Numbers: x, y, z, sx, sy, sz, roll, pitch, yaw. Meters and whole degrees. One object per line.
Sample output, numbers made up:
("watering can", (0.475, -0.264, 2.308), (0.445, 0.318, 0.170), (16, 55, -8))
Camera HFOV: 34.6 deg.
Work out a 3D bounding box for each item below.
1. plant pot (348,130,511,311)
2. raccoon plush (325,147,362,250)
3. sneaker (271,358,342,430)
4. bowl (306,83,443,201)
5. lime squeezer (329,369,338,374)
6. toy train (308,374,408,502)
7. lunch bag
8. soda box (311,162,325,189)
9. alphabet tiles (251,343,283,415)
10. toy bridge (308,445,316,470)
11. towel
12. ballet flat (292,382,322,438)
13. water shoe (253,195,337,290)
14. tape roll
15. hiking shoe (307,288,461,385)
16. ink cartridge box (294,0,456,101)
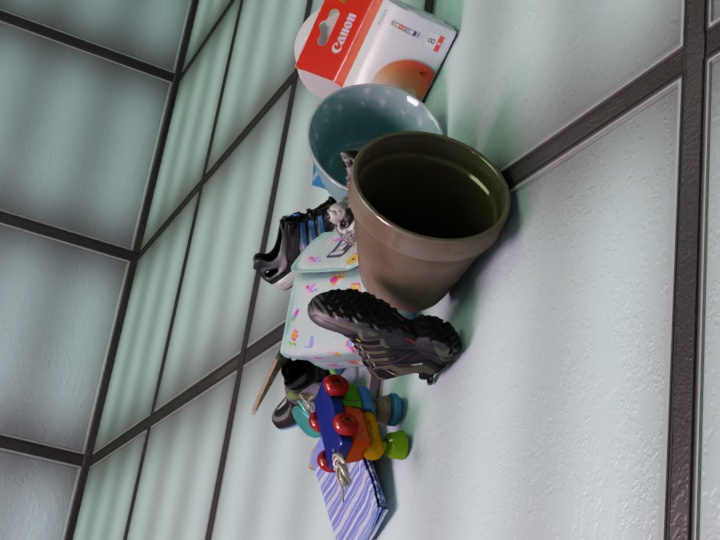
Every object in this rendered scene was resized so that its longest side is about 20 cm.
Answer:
("plant pot", (0.073, -0.046, 1.459), (0.200, 0.200, 0.174), (-94, 12, -45))
("raccoon plush", (0.052, -0.096, 1.560), (0.097, 0.200, 0.134), (-94, 1, -77))
("sneaker", (-0.094, 0.172, 1.815), (0.200, 0.083, 0.071), (-57, 25, 35))
("bowl", (0.017, -0.164, 1.695), (0.105, 0.201, 0.201), (103, 173, -60))
("lime squeezer", (-0.037, 0.113, 1.734), (0.038, 0.071, 0.200), (-46, 33, 49))
("toy train", (0.010, 0.225, 1.477), (0.200, 0.116, 0.085), (-108, 32, -49))
("lunch bag", (-0.012, 0.031, 1.621), (0.170, 0.122, 0.200), (-6, 70, 46))
("soda box", (-0.010, -0.211, 1.932), (0.200, 0.068, 0.064), (-47, 32, 48))
("alphabet tiles", (-0.114, 0.120, 1.729), (0.167, 0.008, 0.200), (-64, -1, 29))
("toy bridge", (-0.023, 0.245, 1.654), (0.200, 0.027, 0.067), (-30, 46, 61))
("towel", (-0.022, 0.287, 1.566), (0.200, 0.024, 0.145), (-111, 36, -45))
("ballet flat", (-0.058, 0.205, 1.718), (0.200, 0.072, 0.072), (110, 172, -74))
("water shoe", (-0.082, -0.061, 1.746), (0.200, 0.079, 0.072), (-51, 19, 4))
("tape roll", (-0.003, -0.347, 1.834), (0.203, 0.203, 0.037), (-54, 36, 40))
("hiking shoe", (0.020, 0.092, 1.422), (0.076, 0.200, 0.101), (-95, 28, -56))
("ink cartridge box", (0.023, -0.335, 1.758), (0.162, 0.200, 0.050), (-62, 23, 26))
